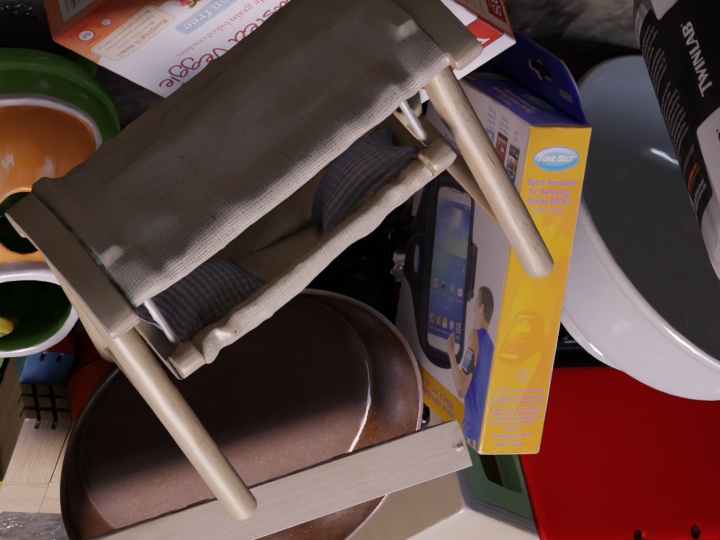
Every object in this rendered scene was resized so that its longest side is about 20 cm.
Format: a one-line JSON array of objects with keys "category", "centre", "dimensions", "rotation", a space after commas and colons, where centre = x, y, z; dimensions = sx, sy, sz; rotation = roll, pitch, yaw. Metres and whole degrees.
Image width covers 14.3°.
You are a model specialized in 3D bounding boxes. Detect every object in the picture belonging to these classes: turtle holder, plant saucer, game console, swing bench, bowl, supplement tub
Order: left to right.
[{"category": "turtle holder", "centre": [-0.191, -0.022, 1.406], "dimensions": [0.141, 0.132, 0.185], "rotation": [16, 138, -42]}, {"category": "plant saucer", "centre": [-0.065, 0.084, 1.474], "dimensions": [0.200, 0.034, 0.200], "rotation": [-15, 130, -18]}, {"category": "swing bench", "centre": [-0.040, -0.028, 1.292], "dimensions": [0.199, 0.130, 0.200], "rotation": [-37, 147, -8]}, {"category": "game console", "centre": [0.120, 0.079, 1.625], "dimensions": [0.200, 0.119, 0.172], "rotation": [1, -168, -45]}, {"category": "bowl", "centre": [0.159, -0.007, 1.516], "dimensions": [0.201, 0.201, 0.090], "rotation": [12, 143, -37]}, {"category": "supplement tub", "centre": [0.205, -0.093, 1.389], "dimensions": [0.122, 0.200, 0.123], "rotation": [-11, 150, -7]}]

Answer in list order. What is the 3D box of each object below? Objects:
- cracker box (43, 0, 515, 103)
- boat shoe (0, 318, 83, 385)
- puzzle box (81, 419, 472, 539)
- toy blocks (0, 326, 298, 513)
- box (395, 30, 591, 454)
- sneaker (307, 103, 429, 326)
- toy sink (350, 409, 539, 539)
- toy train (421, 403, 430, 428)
[{"category": "cracker box", "centre": [-0.038, -0.129, 1.364], "dimensions": [0.134, 0.058, 0.200], "rotation": [-32, 146, 26]}, {"category": "boat shoe", "centre": [-0.219, 0.049, 1.578], "dimensions": [0.068, 0.072, 0.200], "rotation": [11, 144, -43]}, {"category": "puzzle box", "centre": [-0.056, 0.119, 1.406], "dimensions": [0.200, 0.025, 0.133], "rotation": [-17, 178, -18]}, {"category": "toy blocks", "centre": [-0.110, 0.068, 1.513], "dimensions": [0.200, 0.100, 0.137], "rotation": [5, 134, -20]}, {"category": "box", "centre": [0.066, -0.019, 1.470], "dimensions": [0.041, 0.119, 0.200], "rotation": [-2, 110, -23]}, {"category": "sneaker", "centre": [-0.003, 0.000, 1.554], "dimensions": [0.060, 0.104, 0.200], "rotation": [2, 147, -25]}, {"category": "toy sink", "centre": [0.069, 0.136, 1.795], "dimensions": [0.112, 0.130, 0.200], "rotation": [-30, 146, 25]}, {"category": "toy train", "centre": [0.057, 0.055, 1.671], "dimensions": [0.034, 0.046, 0.200], "rotation": [14, -159, 31]}]
